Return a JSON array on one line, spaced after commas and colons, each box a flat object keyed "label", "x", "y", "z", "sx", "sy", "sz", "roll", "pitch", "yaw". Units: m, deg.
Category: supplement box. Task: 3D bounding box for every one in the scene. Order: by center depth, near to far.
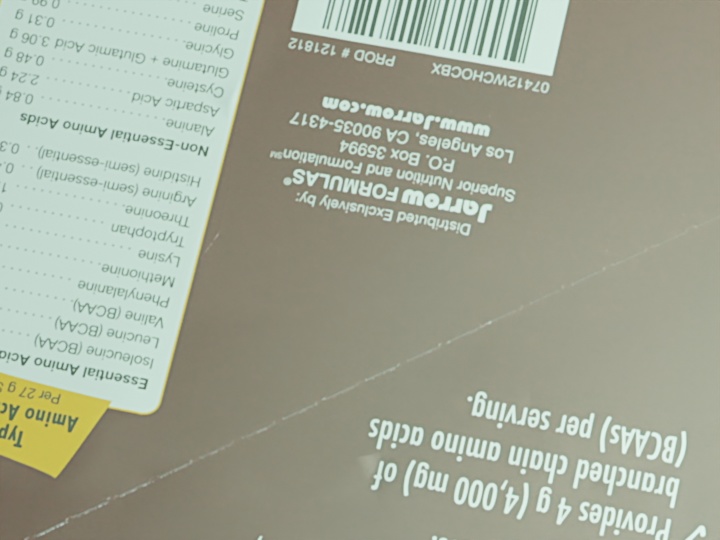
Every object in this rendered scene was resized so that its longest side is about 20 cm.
[{"label": "supplement box", "x": -0.001, "y": 0.026, "z": 0.585, "sx": 0.196, "sy": 0.133, "sz": 0.201, "roll": 11, "pitch": 73, "yaw": 10}]
